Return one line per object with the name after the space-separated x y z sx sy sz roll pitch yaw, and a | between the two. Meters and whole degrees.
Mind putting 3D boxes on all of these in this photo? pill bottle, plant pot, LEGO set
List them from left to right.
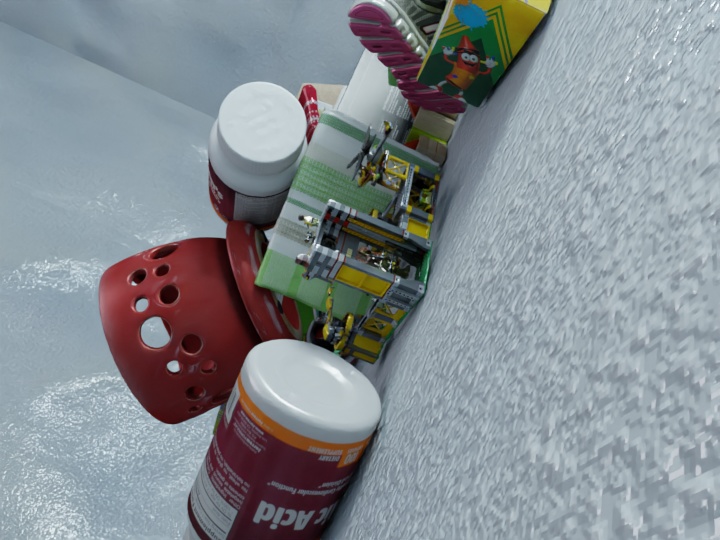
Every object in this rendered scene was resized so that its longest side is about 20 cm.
-0.172 0.055 0.836 0.200 0.181 0.202 -21 -90 -87 | plant pot
-0.118 -0.123 0.819 0.200 0.109 0.110 125 167 -71 | pill bottle
-0.071 0.168 0.578 0.114 0.113 0.201 -79 12 -70 | pill bottle
-0.008 -0.026 0.664 0.154 0.115 0.201 128 161 -59 | LEGO set

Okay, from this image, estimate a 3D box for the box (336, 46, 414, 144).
0.032 -0.185 0.963 0.079 0.140 0.201 122 170 -60 | box

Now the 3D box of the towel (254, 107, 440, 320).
-0.013 -0.052 0.775 0.202 0.148 0.031 -67 16 -3 | towel

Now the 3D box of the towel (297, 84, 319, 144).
-0.058 -0.104 0.876 0.145 0.022 0.202 131 130 -66 | towel

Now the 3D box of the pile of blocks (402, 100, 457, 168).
0.078 -0.177 0.882 0.082 0.062 0.201 119 173 -53 | pile of blocks

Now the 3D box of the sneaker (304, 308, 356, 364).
-0.028 0.060 0.891 0.113 0.071 0.202 113 170 -61 | sneaker

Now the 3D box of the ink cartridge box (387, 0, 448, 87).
0.091 -0.327 0.818 0.201 0.084 0.147 87 -154 -46 | ink cartridge box

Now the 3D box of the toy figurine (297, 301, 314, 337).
-0.080 0.038 1.097 0.184 0.198 0.152 -42 -53 -70 | toy figurine

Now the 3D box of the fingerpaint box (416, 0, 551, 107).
0.134 -0.277 0.648 0.167 0.073 0.201 125 167 -73 | fingerpaint box

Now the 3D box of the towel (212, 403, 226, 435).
-0.137 0.188 1.118 0.201 0.143 0.023 -65 24 22 | towel

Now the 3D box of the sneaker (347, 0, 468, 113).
0.066 -0.241 0.754 0.073 0.200 0.088 7 71 40 | sneaker

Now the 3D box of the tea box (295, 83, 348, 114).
-0.035 -0.147 1.116 0.197 0.133 0.201 50 -124 -55 | tea box

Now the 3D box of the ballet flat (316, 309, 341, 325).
0.000 0.000 0.882 0.201 0.072 0.072 -72 7 -53 | ballet flat
